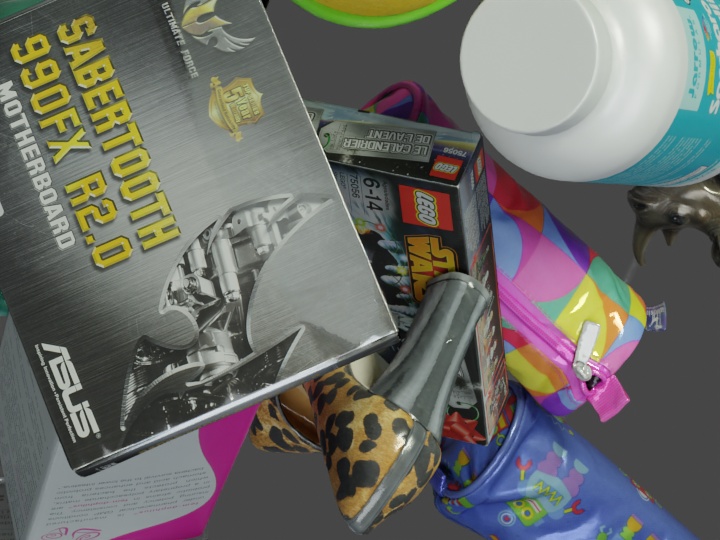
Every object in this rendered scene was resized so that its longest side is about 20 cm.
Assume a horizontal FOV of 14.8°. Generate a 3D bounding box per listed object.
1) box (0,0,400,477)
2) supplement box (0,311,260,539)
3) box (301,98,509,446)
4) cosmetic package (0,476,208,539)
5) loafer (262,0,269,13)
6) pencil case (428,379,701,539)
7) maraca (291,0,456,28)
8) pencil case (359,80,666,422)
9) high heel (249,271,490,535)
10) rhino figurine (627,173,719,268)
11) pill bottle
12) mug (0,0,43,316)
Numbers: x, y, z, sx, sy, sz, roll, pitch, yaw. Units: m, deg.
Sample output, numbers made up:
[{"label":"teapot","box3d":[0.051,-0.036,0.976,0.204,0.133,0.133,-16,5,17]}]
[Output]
[{"label":"box","box3d":[-0.090,-0.030,1.236,0.157,0.048,0.201,-22,83,1]},{"label":"supplement box","box3d":[-0.118,0.057,1.372,0.100,0.104,0.200,-7,153,-19]},{"label":"box","box3d":[0.000,0.000,1.395,0.136,0.040,0.201,11,141,18]},{"label":"cosmetic package","box3d":[-0.161,0.234,1.482,0.166,0.167,0.202,-1,114,-7]},{"label":"loafer","box3d":[-0.066,-0.152,1.321,0.071,0.202,0.073,-14,163,29]},{"label":"pencil case","box3d":[0.122,0.147,1.529,0.200,0.078,0.087,42,90,-21]},{"label":"maraca","box3d":[-0.005,-0.210,1.264,0.136,0.107,0.201,-19,93,-7]},{"label":"pencil case","box3d":[0.066,-0.009,1.446,0.200,0.089,0.088,41,103,-20]},{"label":"high heel","box3d":[-0.022,0.089,1.360,0.071,0.143,0.200,37,143,-16]},{"label":"rhino figurine","box3d":[0.213,-0.074,1.452,0.087,0.060,0.200,36,107,-18]},{"label":"pill bottle","box3d":[0.119,-0.097,1.335,0.110,0.200,0.112,1,91,26]},{"label":"mug","box3d":[-0.157,-0.057,1.372,0.151,0.115,0.185,-14,155,-2]}]
